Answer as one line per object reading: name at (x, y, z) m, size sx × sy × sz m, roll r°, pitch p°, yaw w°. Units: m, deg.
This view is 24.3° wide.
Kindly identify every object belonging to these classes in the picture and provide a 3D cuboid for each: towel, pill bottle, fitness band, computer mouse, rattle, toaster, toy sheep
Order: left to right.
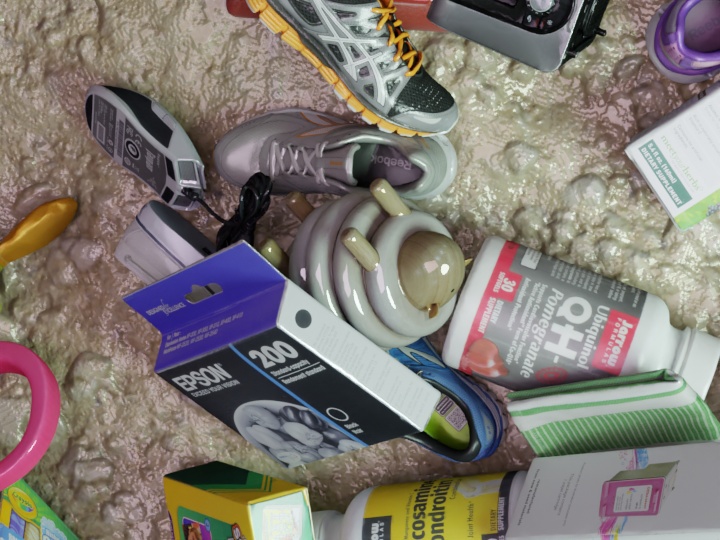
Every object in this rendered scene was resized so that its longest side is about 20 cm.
rattle at (-0.367, -0.049, 1.425) m, size 0.200 × 0.130 × 0.143 m, roll 30°, pitch 92°, yaw 33°
fitness band at (-0.350, 0.132, 1.418) m, size 0.200 × 0.037 × 0.144 m, roll -14°, pitch 51°, yaw 14°
computer mouse at (-0.148, -0.090, 1.364) m, size 0.200 × 0.044 × 0.110 m, roll 42°, pitch 147°, yaw 19°
toy sheep at (0.000, 0.000, 1.285) m, size 0.200 × 0.138 × 0.138 m, roll -1°, pitch 99°, yaw 46°
pill bottle at (0.053, 0.226, 1.349) m, size 0.200 × 0.112 × 0.112 m, roll -9°, pitch 96°, yaw 20°
toaster at (0.144, -0.256, 1.236) m, size 0.119 × 0.200 × 0.181 m, roll 23°, pitch 110°, yaw 10°
pill bottle at (0.173, 0.056, 1.305) m, size 0.200 × 0.111 × 0.111 m, roll 20°, pitch 101°, yaw 7°
towel at (0.216, 0.153, 1.287) m, size 0.153 × 0.023 × 0.200 m, roll -13°, pitch 129°, yaw 29°

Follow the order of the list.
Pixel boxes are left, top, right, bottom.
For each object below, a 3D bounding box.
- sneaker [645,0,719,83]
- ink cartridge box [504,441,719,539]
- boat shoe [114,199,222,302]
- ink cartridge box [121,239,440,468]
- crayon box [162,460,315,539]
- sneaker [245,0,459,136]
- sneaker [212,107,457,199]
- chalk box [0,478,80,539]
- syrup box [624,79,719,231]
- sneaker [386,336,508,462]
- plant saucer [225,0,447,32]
sneaker at (0.303, -0.214, 1.253) m, size 0.200 × 0.088 × 0.080 m, roll -39°, pitch 88°, yaw 13°
ink cartridge box at (0.233, 0.204, 1.238) m, size 0.200 × 0.085 × 0.145 m, roll -10°, pitch 133°, yaw 41°
boat shoe at (-0.128, 0.039, 1.384) m, size 0.202 × 0.075 × 0.086 m, roll 42°, pitch 103°, yaw 6°
ink cartridge box at (-0.072, 0.071, 1.282) m, size 0.200 × 0.043 × 0.198 m, roll 39°, pitch 148°, yaw -19°
crayon box at (-0.089, 0.267, 1.362) m, size 0.058 × 0.173 × 0.200 m, roll -12°, pitch 97°, yaw -29°
sneaker at (0.004, -0.181, 1.302) m, size 0.200 × 0.078 × 0.077 m, roll 38°, pitch 121°, yaw -13°
sneaker at (-0.027, -0.091, 1.335) m, size 0.200 × 0.092 × 0.076 m, roll 1°, pitch 98°, yaw 12°
chalk box at (-0.318, 0.260, 1.412) m, size 0.125 × 0.200 × 0.124 m, roll -23°, pitch 125°, yaw 15°
syrup box at (0.307, -0.119, 1.268) m, size 0.200 × 0.081 × 0.079 m, roll -33°, pitch 91°, yaw 15°
sneaker at (0.031, 0.083, 1.350) m, size 0.200 × 0.089 × 0.079 m, roll 37°, pitch 103°, yaw 7°
plant saucer at (-0.011, -0.296, 1.332) m, size 0.200 × 0.037 × 0.200 m, roll 6°, pitch 98°, yaw 11°
